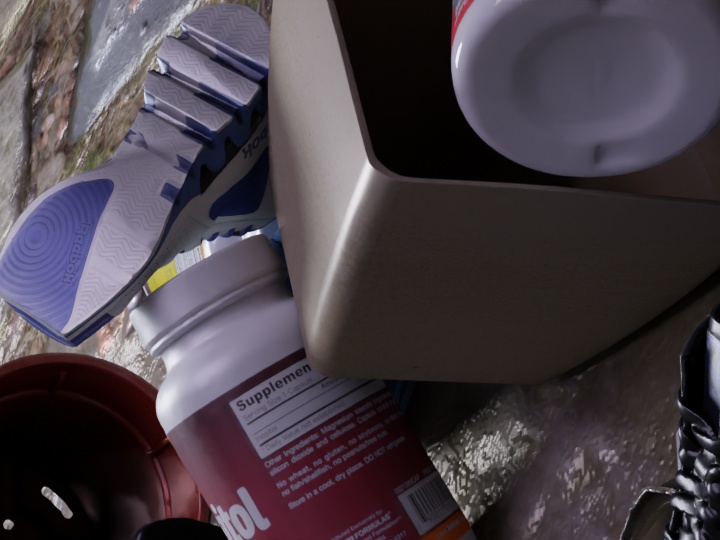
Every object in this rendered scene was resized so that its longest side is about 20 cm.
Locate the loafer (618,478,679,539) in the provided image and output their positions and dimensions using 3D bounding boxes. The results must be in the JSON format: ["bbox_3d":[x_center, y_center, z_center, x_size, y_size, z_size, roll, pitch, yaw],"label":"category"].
[{"bbox_3d":[0.109,0.179,0.685,0.075,0.069,0.201,14,87,62],"label":"loafer"}]

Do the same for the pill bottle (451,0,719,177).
[{"bbox_3d":[0.096,-0.147,0.694,0.114,0.114,0.201,-45,29,40],"label":"pill bottle"}]

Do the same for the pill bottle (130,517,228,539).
[{"bbox_3d":[-0.131,0.265,1.025,0.201,0.111,0.112,-62,30,19],"label":"pill bottle"}]

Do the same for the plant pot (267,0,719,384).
[{"bbox_3d":[0.051,-0.052,0.798,0.177,0.199,0.201,116,149,-45],"label":"plant pot"}]

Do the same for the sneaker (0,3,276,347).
[{"bbox_3d":[-0.096,-0.035,0.883,0.080,0.115,0.200,34,82,26],"label":"sneaker"}]

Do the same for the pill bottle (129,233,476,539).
[{"bbox_3d":[-0.035,0.088,0.854,0.113,0.113,0.201,-37,82,47],"label":"pill bottle"}]

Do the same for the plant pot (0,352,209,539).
[{"bbox_3d":[-0.236,0.186,1.195,0.195,0.200,0.202,139,140,-57],"label":"plant pot"}]

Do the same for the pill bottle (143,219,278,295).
[{"bbox_3d":[-0.066,-0.017,1.051,0.200,0.109,0.110,-14,63,64],"label":"pill bottle"}]

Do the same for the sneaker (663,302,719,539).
[{"bbox_3d":[0.135,0.062,0.567,0.201,0.078,0.070,-65,28,12],"label":"sneaker"}]

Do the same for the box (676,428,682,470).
[{"bbox_3d":[0.204,0.085,0.579,0.200,0.060,0.117,-37,44,48],"label":"box"}]

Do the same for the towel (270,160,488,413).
[{"bbox_3d":[0.000,0.000,0.935,0.201,0.111,0.049,-68,18,6],"label":"towel"}]
